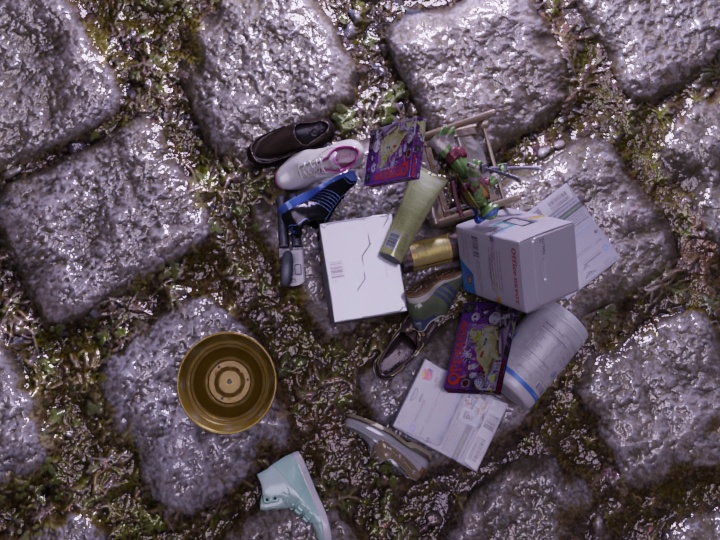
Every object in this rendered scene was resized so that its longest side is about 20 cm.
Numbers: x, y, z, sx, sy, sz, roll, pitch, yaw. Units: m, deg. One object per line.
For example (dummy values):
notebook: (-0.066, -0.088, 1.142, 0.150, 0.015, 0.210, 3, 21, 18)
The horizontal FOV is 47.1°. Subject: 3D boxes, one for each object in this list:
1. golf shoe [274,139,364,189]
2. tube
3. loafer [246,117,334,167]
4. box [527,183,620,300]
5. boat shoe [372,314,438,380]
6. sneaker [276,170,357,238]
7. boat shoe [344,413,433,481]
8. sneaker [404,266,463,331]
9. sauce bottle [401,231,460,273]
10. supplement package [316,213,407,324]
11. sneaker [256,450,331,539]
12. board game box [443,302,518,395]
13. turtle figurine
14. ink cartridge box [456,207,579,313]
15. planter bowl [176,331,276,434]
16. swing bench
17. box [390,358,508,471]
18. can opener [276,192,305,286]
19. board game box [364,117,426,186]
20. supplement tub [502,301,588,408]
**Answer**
golf shoe: (-0.085, -0.221, 1.711, 0.198, 0.092, 0.076, -23, 100, -2)
tube: (0.102, -0.111, 1.656, 0.058, 0.052, 0.202, 34, 77, -39)
loafer: (-0.149, -0.281, 1.746, 0.198, 0.071, 0.074, -25, 86, -7)
box: (0.442, -0.062, 1.792, 0.155, 0.041, 0.201, -36, 87, -7)
boat shoe: (0.102, 0.146, 1.729, 0.072, 0.060, 0.200, 42, 82, 1)
sneaker: (-0.078, -0.139, 1.727, 0.199, 0.070, 0.078, -31, 94, -25)
boat shoe: (0.050, 0.362, 1.694, 0.199, 0.075, 0.069, 28, 77, -2)
sneaker: (0.158, 0.062, 1.709, 0.067, 0.200, 0.091, 2, 108, 36)
sauce bottle: (0.179, -0.045, 1.755, 0.198, 0.065, 0.065, -13, 85, -8)
supplement package: (0.000, 0.000, 1.709, 0.154, 0.111, 0.202, -8, 84, -7)
sneaker: (-0.137, 0.481, 1.663, 0.117, 0.074, 0.202, -23, 77, -13)
board game box: (0.248, 0.157, 1.691, 0.032, 0.119, 0.202, 42, 54, -40)
turtle figurine: (0.238, -0.211, 1.614, 0.144, 0.200, 0.194, -35, 80, -36)
ink cartridge box: (0.314, -0.025, 1.660, 0.145, 0.199, 0.148, -19, 111, -26)
planter bowl: (-0.268, 0.226, 1.675, 0.198, 0.083, 0.203, 1, 84, -6)
swing bench: (0.209, -0.208, 1.746, 0.198, 0.130, 0.201, -15, 86, -1)
box: (0.185, 0.300, 1.722, 0.199, 0.041, 0.157, 28, 81, -3)
can opener: (-0.146, -0.065, 1.730, 0.052, 0.066, 0.202, -3, 79, -5)
board game box: (0.068, -0.239, 1.690, 0.032, 0.199, 0.122, 4, 88, -26)
supplement tub: (0.361, 0.172, 1.714, 0.132, 0.132, 0.200, 42, 81, 0)
